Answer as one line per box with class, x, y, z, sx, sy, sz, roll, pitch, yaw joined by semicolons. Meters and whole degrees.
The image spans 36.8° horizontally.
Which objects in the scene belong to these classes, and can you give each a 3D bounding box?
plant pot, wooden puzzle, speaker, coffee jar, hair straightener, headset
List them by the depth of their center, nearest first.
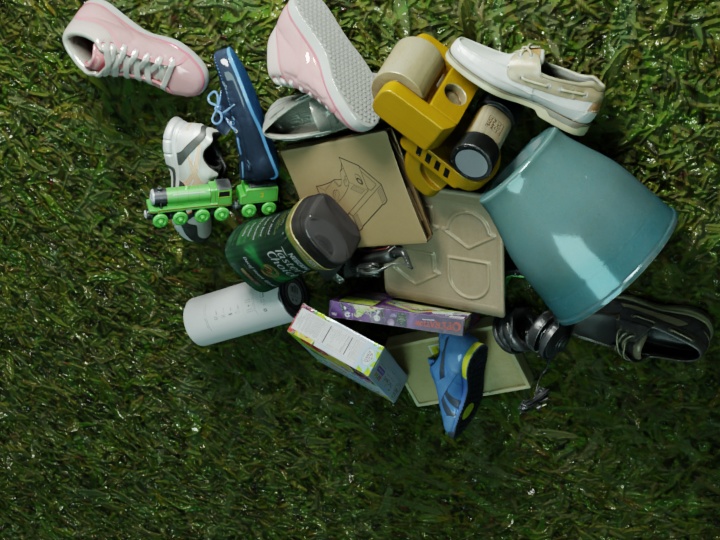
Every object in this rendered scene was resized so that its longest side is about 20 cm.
plant pot;0.256;-0.068;1.352;0.188;0.200;0.200;44;129;-5
wooden puzzle;0.118;-0.036;1.506;0.184;0.046;0.202;10;127;25
headset;0.235;0.095;1.519;0.123;0.094;0.202;7;117;50
coffee jar;-0.096;-0.038;1.531;0.199;0.086;0.104;-19;124;45
hair straightener;0.000;0.000;1.531;0.199;0.077;0.041;1;131;51
speaker;-0.181;0.059;1.691;0.199;0.081;0.082;-17;118;31

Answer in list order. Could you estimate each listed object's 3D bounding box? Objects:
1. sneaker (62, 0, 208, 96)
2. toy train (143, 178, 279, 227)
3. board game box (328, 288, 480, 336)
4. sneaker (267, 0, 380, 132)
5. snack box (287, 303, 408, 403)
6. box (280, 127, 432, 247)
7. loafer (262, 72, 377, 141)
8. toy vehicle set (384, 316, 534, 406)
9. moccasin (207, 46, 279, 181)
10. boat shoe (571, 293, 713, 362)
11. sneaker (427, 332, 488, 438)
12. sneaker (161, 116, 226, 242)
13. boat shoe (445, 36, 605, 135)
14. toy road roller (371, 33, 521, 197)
sneaker;-0.309;-0.281;1.461;0.199;0.105;0.076;31;130;-5
toy train;-0.210;-0.101;1.547;0.198;0.042;0.057;-7;130;-18
board game box;0.066;0.059;1.568;0.198;0.120;0.033;8;104;17
sneaker;-0.052;-0.246;1.383;0.105;0.075;0.201;-40;75;43
snack box;-0.015;0.126;1.605;0.141;0.053;0.200;29;171;19
box;-0.008;-0.108;1.491;0.199;0.021;0.165;-3;119;43
loafer;-0.041;-0.210;1.436;0.198;0.070;0.070;-12;120;29
toy vehicle set;0.149;0.140;1.652;0.198;0.027;0.125;-13;119;30
moccasin;-0.169;-0.203;1.481;0.067;0.081;0.201;-14;120;7
boat shoe;0.380;0.083;1.484;0.198;0.074;0.075;3;126;21
sneaker;0.139;0.166;1.624;0.078;0.066;0.201;28;137;27
sneaker;-0.235;-0.124;1.580;0.079;0.074;0.202;8;128;14
boat shoe;0.203;-0.241;1.319;0.198;0.075;0.069;25;123;-4
toy road roller;0.092;-0.182;1.375;0.199;0.123;0.146;37;141;-8
